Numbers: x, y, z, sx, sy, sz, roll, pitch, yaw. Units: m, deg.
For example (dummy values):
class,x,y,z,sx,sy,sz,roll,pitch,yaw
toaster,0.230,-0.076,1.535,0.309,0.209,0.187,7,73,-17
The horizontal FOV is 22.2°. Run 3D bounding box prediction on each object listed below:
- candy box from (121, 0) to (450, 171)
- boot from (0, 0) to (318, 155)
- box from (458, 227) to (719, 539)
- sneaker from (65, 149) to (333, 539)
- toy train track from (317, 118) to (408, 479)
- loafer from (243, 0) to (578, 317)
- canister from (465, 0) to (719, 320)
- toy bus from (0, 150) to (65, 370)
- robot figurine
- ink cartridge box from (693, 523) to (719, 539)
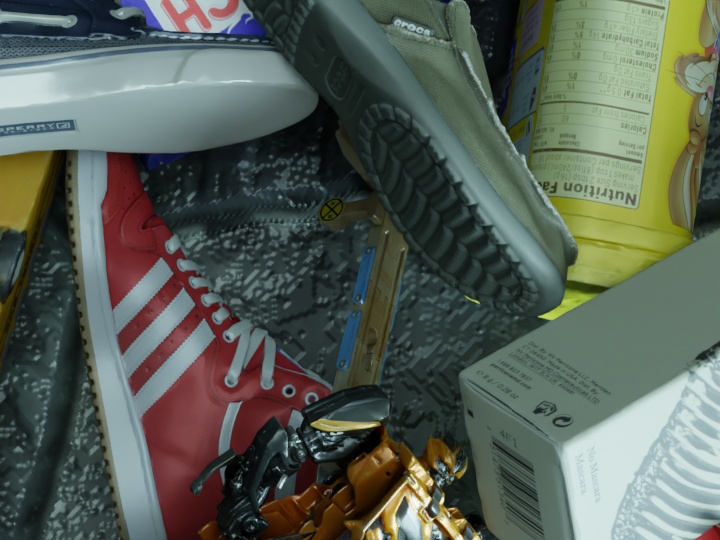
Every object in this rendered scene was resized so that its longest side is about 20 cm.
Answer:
class,x,y,z,sx,sy,sz,roll,pitch,yaw
candy box,-0.072,-0.174,0.837,0.168,0.077,0.201,-29,91,-6
boot,-0.119,-0.101,0.763,0.198,0.073,0.091,-4,71,-12
box,0.139,0.042,0.724,0.199,0.068,0.083,-28,124,-22
sneaker,-0.070,0.023,0.828,0.111,0.071,0.202,-10,94,-5
toy train track,0.000,0.000,0.822,0.032,0.115,0.202,-8,53,31
loafer,0.028,-0.074,0.725,0.069,0.075,0.201,-33,87,-23
canister,0.110,-0.084,0.822,0.086,0.149,0.202,10,83,-6
toy bus,-0.190,0.029,0.807,0.064,0.078,0.202,16,85,-4
robot figurine,-0.030,0.141,0.744,0.200,0.058,0.145,-41,127,-2
ink cartridge box,0.140,0.166,0.781,0.067,0.200,0.117,-36,91,-8
